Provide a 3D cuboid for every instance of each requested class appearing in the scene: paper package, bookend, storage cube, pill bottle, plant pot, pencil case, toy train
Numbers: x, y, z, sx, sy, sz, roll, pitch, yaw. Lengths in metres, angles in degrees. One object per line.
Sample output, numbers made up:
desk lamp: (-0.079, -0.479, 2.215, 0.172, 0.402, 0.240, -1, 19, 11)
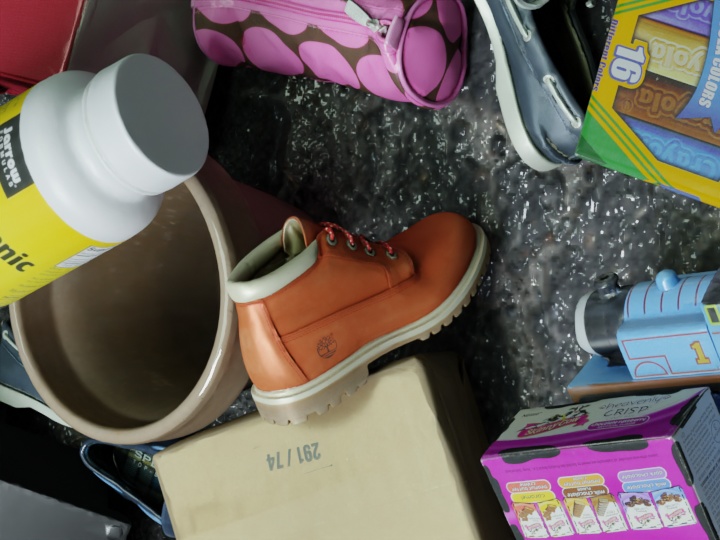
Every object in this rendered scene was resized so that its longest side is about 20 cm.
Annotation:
paper package: (-0.005, 0.169, 1.541, 0.199, 0.103, 0.192, -22, 78, 17)
bookend: (-0.276, 0.150, 1.765, 0.200, 0.198, 0.093, -105, 37, -69)
storage cube: (-0.202, -0.204, 1.653, 0.179, 0.171, 0.201, 15, 89, 31)
pill bottle: (-0.191, -0.057, 1.488, 0.199, 0.111, 0.112, -27, 75, 34)
plant pot: (-0.108, 0.011, 1.602, 0.199, 0.174, 0.202, 1, 91, 36)
pencil case: (-0.026, -0.164, 1.590, 0.199, 0.093, 0.091, 12, 98, 37)
toy train: (0.211, 0.047, 1.403, 0.199, 0.087, 0.115, -6, 115, 40)

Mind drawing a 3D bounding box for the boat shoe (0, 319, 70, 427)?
boat shoe: (-0.195, 0.076, 1.732, 0.199, 0.075, 0.062, 12, 101, 48)

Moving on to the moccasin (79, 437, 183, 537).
moccasin: (-0.117, 0.166, 1.676, 0.199, 0.068, 0.081, 18, 101, 35)

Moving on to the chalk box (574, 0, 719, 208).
chalk box: (0.247, -0.092, 1.369, 0.199, 0.124, 0.125, 24, 104, 35)

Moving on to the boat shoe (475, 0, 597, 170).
boat shoe: (0.108, -0.165, 1.491, 0.062, 0.075, 0.201, -18, 82, 38)

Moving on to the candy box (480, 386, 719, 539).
candy box: (0.173, 0.173, 1.412, 0.136, 0.061, 0.201, -9, 112, 38)

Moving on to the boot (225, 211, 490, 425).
boot: (0.000, 0.000, 1.505, 0.075, 0.200, 0.108, 5, 124, 50)
